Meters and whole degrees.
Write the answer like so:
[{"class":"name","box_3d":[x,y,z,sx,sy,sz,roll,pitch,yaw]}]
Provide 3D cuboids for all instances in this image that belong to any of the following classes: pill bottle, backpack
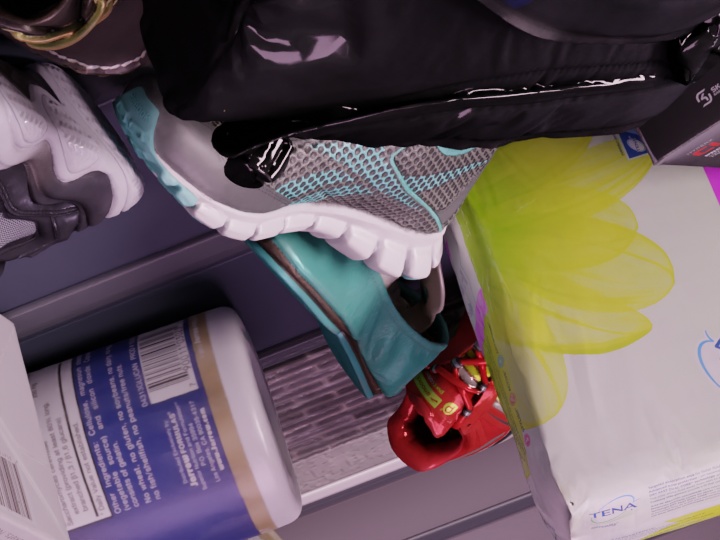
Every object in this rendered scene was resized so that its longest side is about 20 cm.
[{"class":"pill bottle","box_3d":[-0.137,0.100,1.059,0.199,0.112,0.111,-19,154,1]},{"class":"backpack","box_3d":[0.040,-0.115,0.741,0.199,0.127,0.167,-1,152,-30]}]

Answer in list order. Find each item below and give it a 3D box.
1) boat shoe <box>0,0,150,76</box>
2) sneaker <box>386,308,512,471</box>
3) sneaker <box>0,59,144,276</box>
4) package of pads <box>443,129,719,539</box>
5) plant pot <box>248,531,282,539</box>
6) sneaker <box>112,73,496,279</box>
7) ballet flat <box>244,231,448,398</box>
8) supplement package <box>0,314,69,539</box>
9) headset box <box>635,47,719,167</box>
[{"class":"boat shoe","box_3d":[-0.115,-0.108,0.726,0.071,0.061,0.201,-23,154,10]},{"class":"sneaker","box_3d":[0.066,0.051,1.116,0.085,0.077,0.200,-28,160,-30]},{"class":"sneaker","box_3d":[-0.165,-0.037,0.792,0.114,0.076,0.200,-39,154,9]},{"class":"package of pads","box_3d":[0.126,0.014,0.966,0.154,0.201,0.068,-17,148,-2]},{"class":"plant pot","box_3d":[-0.124,0.232,1.283,0.200,0.188,0.187,-40,150,9]},{"class":"sneaker","box_3d":[-0.015,-0.060,0.896,0.200,0.078,0.091,11,126,-51]},{"class":"ballet flat","box_3d":[0.000,0.000,1.024,0.070,0.067,0.200,-39,155,-2]},{"class":"supplement package","box_3d":[-0.251,0.095,0.963,0.199,0.120,0.121,-24,155,11]},{"class":"headset box","box_3d":[0.189,-0.108,0.868,0.149,0.078,0.200,-34,165,27]}]
